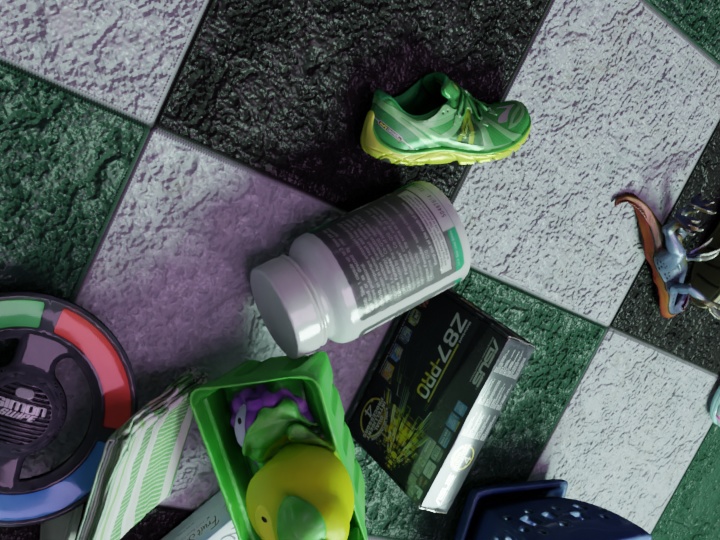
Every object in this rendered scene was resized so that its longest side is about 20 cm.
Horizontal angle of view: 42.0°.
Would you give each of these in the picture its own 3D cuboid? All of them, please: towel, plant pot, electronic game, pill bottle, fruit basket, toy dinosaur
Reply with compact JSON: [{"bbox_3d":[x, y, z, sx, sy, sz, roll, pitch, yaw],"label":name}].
[{"bbox_3d":[-0.197,0.181,0.847,0.023,0.200,0.154,21,103,5],"label":"towel"},{"bbox_3d":[0.222,0.385,1.209,0.198,0.180,0.202,3,111,-34],"label":"plant pot"},{"bbox_3d":[-0.289,0.118,0.794,0.198,0.042,0.203,-2,96,-18],"label":"electronic game"},{"bbox_3d":[0.000,0.000,0.921,0.199,0.113,0.114,-26,124,-22],"label":"pill bottle"},{"bbox_3d":[-0.069,0.194,0.864,0.154,0.217,0.217,-8,127,18],"label":"fruit basket"},{"bbox_3d":[0.406,-0.015,1.232,0.105,0.198,0.183,-57,166,-43],"label":"toy dinosaur"}]

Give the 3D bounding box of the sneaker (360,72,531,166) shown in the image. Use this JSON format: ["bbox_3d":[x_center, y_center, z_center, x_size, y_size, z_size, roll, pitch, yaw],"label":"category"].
[{"bbox_3d":[0.094,-0.153,0.936,0.198,0.074,0.084,-10,121,-29],"label":"sneaker"}]

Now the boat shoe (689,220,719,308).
[{"bbox_3d":[0.517,-0.038,1.274,0.068,0.075,0.202,14,102,-31],"label":"boat shoe"}]

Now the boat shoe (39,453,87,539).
[{"bbox_3d":[-0.269,0.261,0.890,0.060,0.074,0.202,4,111,-35],"label":"boat shoe"}]

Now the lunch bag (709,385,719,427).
[{"bbox_3d":[0.631,0.168,1.446,0.159,0.077,0.202,17,101,-37],"label":"lunch bag"}]

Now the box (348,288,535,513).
[{"bbox_3d":[0.080,0.129,1.005,0.049,0.161,0.202,21,100,-38],"label":"box"}]

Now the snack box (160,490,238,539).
[{"bbox_3d":[-0.152,0.324,1.011,0.199,0.053,0.143,-38,128,-15],"label":"snack box"}]
